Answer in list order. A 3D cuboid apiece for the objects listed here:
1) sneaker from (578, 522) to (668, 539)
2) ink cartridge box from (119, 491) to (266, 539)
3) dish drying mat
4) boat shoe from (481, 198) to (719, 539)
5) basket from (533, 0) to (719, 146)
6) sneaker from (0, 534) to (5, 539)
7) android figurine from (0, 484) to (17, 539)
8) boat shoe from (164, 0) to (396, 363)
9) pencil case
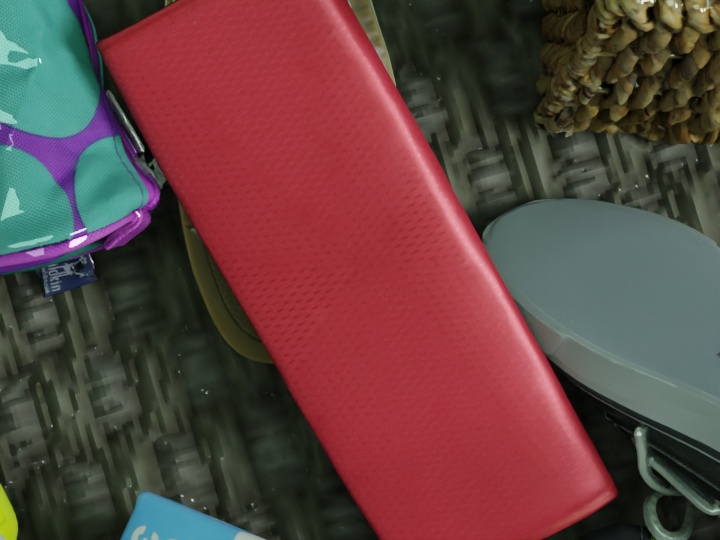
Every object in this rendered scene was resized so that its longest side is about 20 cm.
[{"bbox_3d":[0.088,0.176,0.798,0.083,0.072,0.201,15,83,-3],"label":"sneaker"},{"bbox_3d":[0.003,0.155,0.753,0.200,0.068,0.115,19,82,31],"label":"ink cartridge box"},{"bbox_3d":[0.000,0.000,0.790,0.077,0.018,0.200,-27,100,18],"label":"dish drying mat"},{"bbox_3d":[0.114,0.045,0.798,0.199,0.068,0.074,29,46,32],"label":"boat shoe"},{"bbox_3d":[0.132,-0.122,0.770,0.142,0.200,0.150,5,83,-1],"label":"basket"},{"bbox_3d":[-0.113,0.120,0.707,0.200,0.086,0.080,34,91,16],"label":"sneaker"},{"bbox_3d":[-0.194,0.099,0.783,0.182,0.041,0.201,-26,108,-5],"label":"android figurine"},{"bbox_3d":[-0.025,-0.072,0.823,0.074,0.066,0.201,-1,104,-2],"label":"boat shoe"},{"bbox_3d":[-0.120,-0.094,0.813,0.092,0.085,0.201,-11,83,-5],"label":"pencil case"}]
